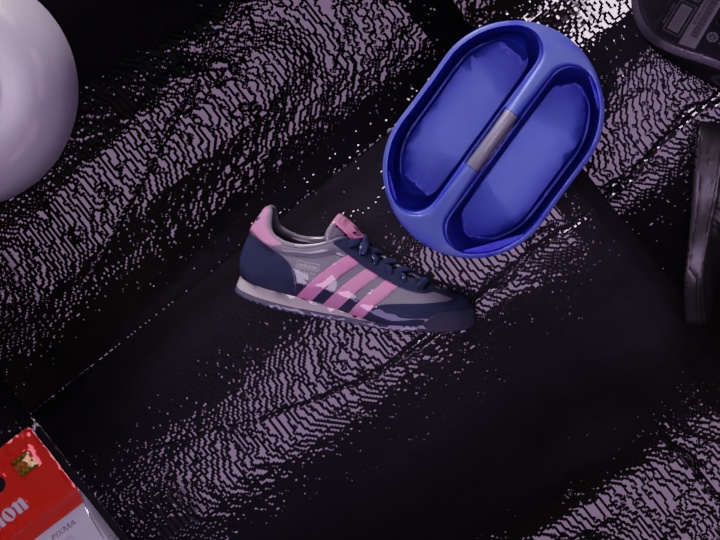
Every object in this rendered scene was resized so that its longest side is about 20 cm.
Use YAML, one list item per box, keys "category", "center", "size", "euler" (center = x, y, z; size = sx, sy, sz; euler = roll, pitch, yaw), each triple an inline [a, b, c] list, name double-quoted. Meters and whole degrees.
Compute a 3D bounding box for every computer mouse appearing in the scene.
- category: "computer mouse"
  center: [0.306, -0.175, 1.567]
  size: [0.200, 0.053, 0.139]
  euler: [34, 81, 17]

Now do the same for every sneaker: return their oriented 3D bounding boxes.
- category: "sneaker"
  center: [0.000, 0.000, 1.604]
  size: [0.200, 0.070, 0.082]
  euler: [10, 99, 3]
- category: "sneaker"
  center: [0.319, -0.052, 1.586]
  size: [0.104, 0.060, 0.200]
  euler: [5, 91, 9]

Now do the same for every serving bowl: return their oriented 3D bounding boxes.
- category: "serving bowl"
  center: [-0.339, -0.150, 1.632]
  size: [0.200, 0.066, 0.201]
  euler: [0, 95, 4]

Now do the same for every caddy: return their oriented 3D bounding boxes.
- category: "caddy"
  center: [0.107, -0.105, 1.576]
  size: [0.141, 0.105, 0.200]
  euler: [36, 97, 2]

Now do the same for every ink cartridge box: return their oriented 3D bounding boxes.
- category: "ink cartridge box"
  center: [-0.284, 0.260, 1.666]
  size: [0.162, 0.050, 0.200]
  euler: [-37, 94, 6]
